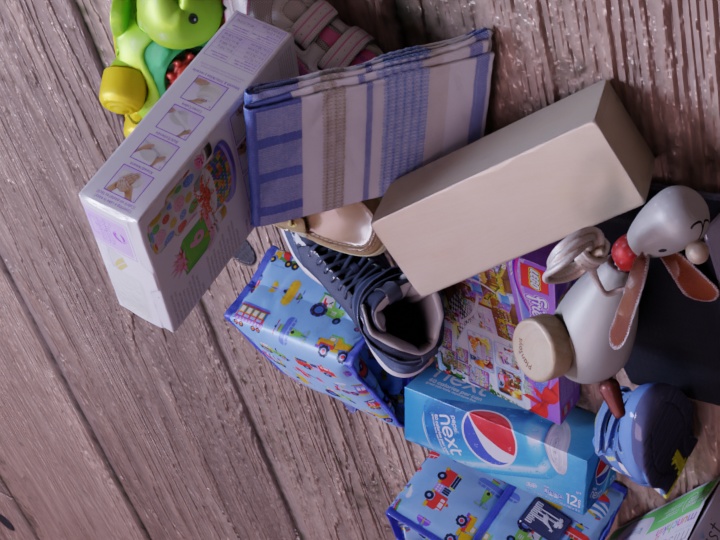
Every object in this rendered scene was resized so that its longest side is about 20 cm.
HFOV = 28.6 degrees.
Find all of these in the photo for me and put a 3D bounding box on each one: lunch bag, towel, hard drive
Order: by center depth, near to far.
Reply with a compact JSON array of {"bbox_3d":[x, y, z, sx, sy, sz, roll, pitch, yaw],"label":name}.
[{"bbox_3d":[0.006,-0.107,1.069,0.148,0.198,0.024,90,160,-52],"label":"towel"},{"bbox_3d":[0.243,0.023,1.085,0.134,0.042,0.201,14,139,38],"label":"hard drive"},{"bbox_3d":[0.149,0.242,1.350,0.198,0.151,0.095,21,143,30],"label":"lunch bag"},{"bbox_3d":[-0.026,0.089,1.417,0.149,0.095,0.201,20,152,28],"label":"lunch bag"}]

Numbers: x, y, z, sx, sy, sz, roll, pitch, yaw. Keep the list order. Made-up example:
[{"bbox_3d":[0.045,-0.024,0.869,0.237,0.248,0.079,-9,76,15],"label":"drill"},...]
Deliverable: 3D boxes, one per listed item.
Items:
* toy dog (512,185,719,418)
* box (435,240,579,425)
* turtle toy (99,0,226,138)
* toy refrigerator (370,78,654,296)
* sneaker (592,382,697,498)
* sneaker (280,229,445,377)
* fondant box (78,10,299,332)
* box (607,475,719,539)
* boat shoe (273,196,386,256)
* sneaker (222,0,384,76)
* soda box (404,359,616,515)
[{"bbox_3d":[0.192,0.035,1.015,0.097,0.131,0.201,57,162,20],"label":"toy dog"},{"bbox_3d":[0.123,0.035,1.234,0.136,0.039,0.201,24,144,29],"label":"box"},{"bbox_3d":[-0.150,-0.189,1.155,0.100,0.148,0.200,7,166,7],"label":"turtle toy"},{"bbox_3d":[0.112,-0.060,1.048,0.199,0.070,0.076,-25,113,32],"label":"toy refrigerator"},{"bbox_3d":[0.226,0.134,1.160,0.082,0.074,0.200,30,168,23],"label":"sneaker"},{"bbox_3d":[0.002,-0.001,1.230,0.203,0.077,0.146,51,173,4],"label":"sneaker"},{"bbox_3d":[-0.118,-0.075,1.067,0.058,0.201,0.145,24,151,19],"label":"fondant box"},{"bbox_3d":[0.322,0.301,1.283,0.176,0.097,0.200,41,148,1],"label":"box"},{"bbox_3d":[-0.063,-0.065,1.188,0.199,0.066,0.075,26,111,24],"label":"boat shoe"},{"bbox_3d":[-0.029,-0.174,1.119,0.088,0.082,0.200,-3,135,47],"label":"sneaker"},{"bbox_3d":[0.139,0.151,1.317,0.198,0.068,0.065,19,126,32],"label":"soda box"}]
